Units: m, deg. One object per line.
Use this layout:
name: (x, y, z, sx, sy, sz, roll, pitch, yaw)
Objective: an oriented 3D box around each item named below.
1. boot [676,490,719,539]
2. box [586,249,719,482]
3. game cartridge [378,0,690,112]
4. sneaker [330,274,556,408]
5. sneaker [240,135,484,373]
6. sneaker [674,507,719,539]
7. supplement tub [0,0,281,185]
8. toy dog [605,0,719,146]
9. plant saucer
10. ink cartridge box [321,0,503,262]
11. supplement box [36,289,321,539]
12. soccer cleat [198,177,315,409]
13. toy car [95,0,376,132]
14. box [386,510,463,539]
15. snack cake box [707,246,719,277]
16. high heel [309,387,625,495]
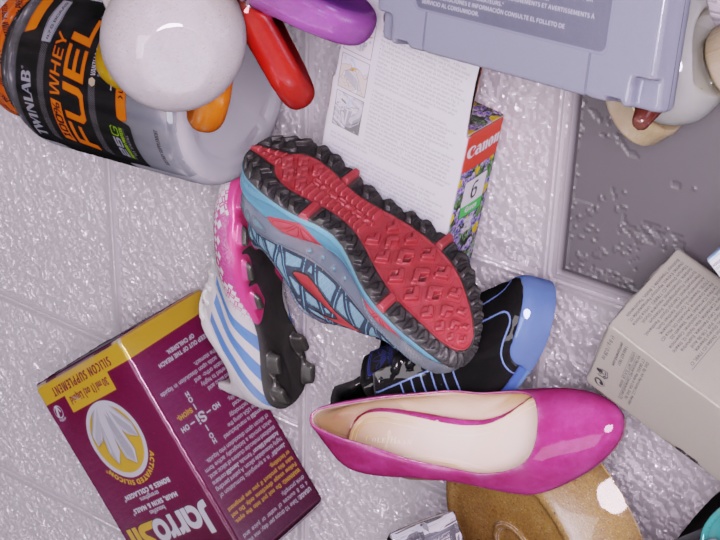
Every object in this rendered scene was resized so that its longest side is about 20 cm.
boot: (0.272, 0.247, 0.953, 0.199, 0.068, 0.189, 36, 130, 18)
box: (0.236, 0.083, 0.878, 0.199, 0.082, 0.069, 39, 149, 19)
game cartridge: (0.093, -0.171, 0.808, 0.199, 0.040, 0.135, 23, 118, 41)
sneaker: (0.051, 0.062, 1.015, 0.077, 0.071, 0.200, 21, 137, -20)
sneaker: (0.000, 0.000, 0.983, 0.200, 0.079, 0.096, 44, 146, 21)
sneaker: (0.234, 0.185, 0.849, 0.198, 0.083, 0.122, -8, 91, 24)
supplement tub: (-0.163, -0.138, 1.064, 0.198, 0.122, 0.124, 15, 121, 32)
toy dog: (0.141, -0.151, 0.832, 0.200, 0.096, 0.132, 45, 132, 11)
plant saucer: (0.116, 0.182, 1.023, 0.200, 0.035, 0.202, 39, 142, 40)
ink cartridge box: (0.032, -0.086, 0.986, 0.108, 0.050, 0.202, 28, 126, 25)
supplement box: (-0.145, 0.139, 1.206, 0.130, 0.103, 0.201, -28, 94, 42)
soccer cleat: (-0.092, 0.012, 1.120, 0.086, 0.070, 0.202, 9, 118, 35)
toy car: (-0.061, -0.170, 0.894, 0.149, 0.176, 0.200, 32, 109, -23)
box: (0.069, 0.273, 1.041, 0.158, 0.049, 0.202, 93, 159, -76)
snack cake box: (0.289, -0.025, 0.769, 0.115, 0.067, 0.200, 52, 133, 7)
high heel: (0.064, 0.097, 0.951, 0.199, 0.096, 0.068, -6, 66, 42)
